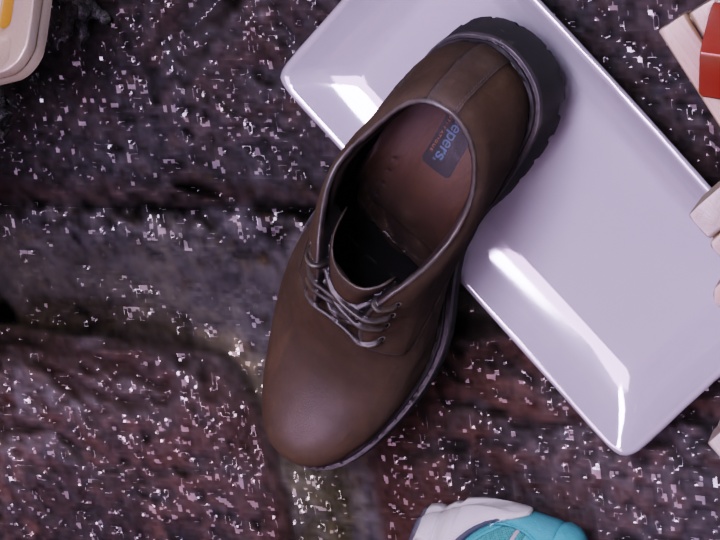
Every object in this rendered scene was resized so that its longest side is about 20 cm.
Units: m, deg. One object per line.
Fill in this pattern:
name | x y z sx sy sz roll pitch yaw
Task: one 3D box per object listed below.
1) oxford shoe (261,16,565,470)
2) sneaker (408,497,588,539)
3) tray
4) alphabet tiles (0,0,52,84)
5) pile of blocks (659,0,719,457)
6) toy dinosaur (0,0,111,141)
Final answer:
oxford shoe | 0.000 0.000 1.021 0.072 0.084 0.201 32 123 14
sneaker | 0.062 0.187 1.092 0.079 0.078 0.201 0 109 20
tray | 0.068 -0.035 1.031 0.200 0.022 0.107 48 123 5
alphabet tiles | -0.194 -0.105 1.089 0.199 0.015 0.197 -10 65 36
pile of blocks | 0.152 -0.010 0.951 0.082 0.062 0.201 -7 98 14
toy dinosaur | -0.155 -0.107 1.118 0.088 0.047 0.200 48 121 13
